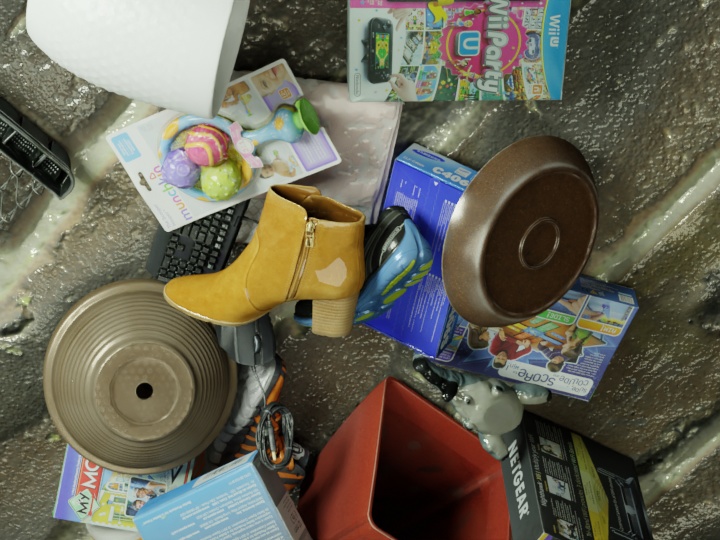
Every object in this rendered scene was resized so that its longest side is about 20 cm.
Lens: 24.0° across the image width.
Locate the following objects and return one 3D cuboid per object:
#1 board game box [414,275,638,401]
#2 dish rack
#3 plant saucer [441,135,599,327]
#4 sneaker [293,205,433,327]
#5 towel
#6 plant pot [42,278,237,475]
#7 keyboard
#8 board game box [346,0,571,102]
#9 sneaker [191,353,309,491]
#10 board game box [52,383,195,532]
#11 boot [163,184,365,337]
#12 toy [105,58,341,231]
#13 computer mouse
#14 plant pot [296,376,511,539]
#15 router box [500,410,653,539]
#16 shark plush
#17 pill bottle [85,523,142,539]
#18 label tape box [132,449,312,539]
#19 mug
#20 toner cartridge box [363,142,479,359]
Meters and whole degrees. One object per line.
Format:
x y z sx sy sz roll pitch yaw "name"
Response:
0.171 0.056 1.769 0.199 0.035 0.136 15 124 -12 "board game box"
-0.388 -0.087 1.631 0.200 0.055 0.153 -37 118 22 "dish rack"
0.164 -0.031 1.641 0.200 0.034 0.201 -21 126 -32 "plant saucer"
0.000 0.000 1.671 0.071 0.083 0.200 -4 156 -37 "sneaker"
-0.071 -0.103 1.648 0.199 0.032 0.192 5 125 -7 "towel"
-0.219 0.114 1.707 0.200 0.093 0.202 -1 97 -11 "plant pot"
-0.126 -0.052 1.649 0.126 0.021 0.201 16 124 -10 "keyboard"
0.088 -0.232 1.542 0.199 0.064 0.148 -1 126 -3 "board game box"
-0.099 0.168 1.825 0.112 0.078 0.200 14 129 -22 "sneaker"
-0.236 0.170 1.774 0.134 0.029 0.201 11 91 -11 "board game box"
-0.091 -0.018 1.613 0.200 0.071 0.145 9 122 10 "boot"
-0.131 -0.106 1.576 0.199 0.047 0.115 -22 115 19 "toy"
-0.101 0.102 1.715 0.058 0.201 0.034 -9 168 -35 "computer mouse"
0.032 0.272 1.836 0.200 0.201 0.176 36 130 -25 "plant pot"
0.233 0.255 1.814 0.157 0.200 0.052 26 120 -18 "router box"
0.106 0.133 1.749 0.200 0.083 0.091 13 112 -48 "shark plush"
-0.215 0.317 1.892 0.116 0.117 0.200 -19 125 11 "pill bottle"
-0.121 0.302 1.731 0.143 0.066 0.201 -26 97 12 "label tape box"
-0.188 -0.250 1.481 0.174 0.148 0.201 15 94 0 "mug"
0.064 -0.018 1.683 0.095 0.043 0.201 26 127 17 "toner cartridge box"
